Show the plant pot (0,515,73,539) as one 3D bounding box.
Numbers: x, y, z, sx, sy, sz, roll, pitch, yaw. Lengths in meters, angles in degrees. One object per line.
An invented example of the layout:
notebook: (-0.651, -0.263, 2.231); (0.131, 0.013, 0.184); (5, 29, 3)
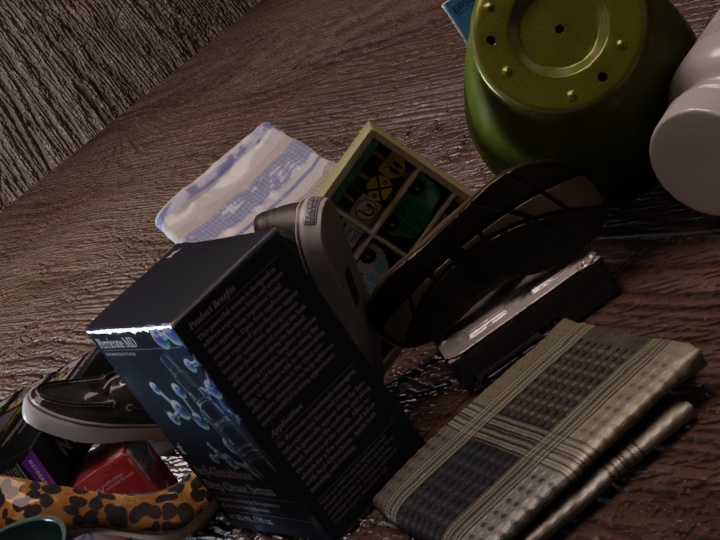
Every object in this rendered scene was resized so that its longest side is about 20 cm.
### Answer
plant pot: (-0.235, 0.278, 1.056); (0.200, 0.135, 0.200); (-31, 17, 11)

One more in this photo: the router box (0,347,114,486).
router box: (-0.295, 0.154, 1.404); (0.149, 0.051, 0.200); (-28, 16, 20)

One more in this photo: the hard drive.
hard drive: (0.111, 0.015, 1.267); (0.139, 0.038, 0.200); (-35, 18, 2)

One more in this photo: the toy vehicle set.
toy vehicle set: (0.000, 0.000, 1.253); (0.200, 0.124, 0.027); (-54, 15, 14)

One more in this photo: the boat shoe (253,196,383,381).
boat shoe: (-0.027, 0.030, 1.206); (0.056, 0.201, 0.069); (-5, 35, 16)

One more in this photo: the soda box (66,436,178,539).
soda box: (-0.253, 0.216, 1.359); (0.199, 0.070, 0.063); (-33, 15, 9)

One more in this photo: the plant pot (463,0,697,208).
plant pot: (0.161, -0.161, 1.234); (0.200, 0.201, 0.193); (-33, -14, 7)

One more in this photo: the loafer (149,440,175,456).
loafer: (-0.126, 0.095, 1.440); (0.199, 0.070, 0.075); (-31, 18, 14)

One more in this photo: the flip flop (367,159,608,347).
flip flop: (0.093, -0.014, 1.210); (0.200, 0.081, 0.058); (-37, 3, 12)

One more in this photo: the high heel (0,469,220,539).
high heel: (-0.180, 0.157, 1.250); (0.200, 0.143, 0.071); (-44, -7, -20)

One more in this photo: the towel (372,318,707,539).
towel: (0.114, 0.110, 1.036); (0.200, 0.035, 0.192); (-42, 15, -12)

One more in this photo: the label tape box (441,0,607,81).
label tape box: (0.175, -0.188, 1.401); (0.143, 0.200, 0.066); (-34, 15, 1)

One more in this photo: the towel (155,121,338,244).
towel: (-0.083, -0.054, 1.388); (0.147, 0.024, 0.200); (-41, 37, -12)

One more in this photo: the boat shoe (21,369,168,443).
boat shoe: (-0.176, 0.103, 1.335); (0.199, 0.067, 0.070); (7, 23, -13)

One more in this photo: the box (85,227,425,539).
box: (-0.076, 0.083, 1.160); (0.107, 0.200, 0.148); (-43, 19, -27)

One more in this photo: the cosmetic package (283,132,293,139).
cosmetic package: (-0.030, -0.032, 1.436); (0.081, 0.113, 0.200); (-38, 35, -10)

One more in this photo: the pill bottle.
pill bottle: (0.290, -0.132, 1.186); (0.114, 0.115, 0.200); (-17, 25, 45)
